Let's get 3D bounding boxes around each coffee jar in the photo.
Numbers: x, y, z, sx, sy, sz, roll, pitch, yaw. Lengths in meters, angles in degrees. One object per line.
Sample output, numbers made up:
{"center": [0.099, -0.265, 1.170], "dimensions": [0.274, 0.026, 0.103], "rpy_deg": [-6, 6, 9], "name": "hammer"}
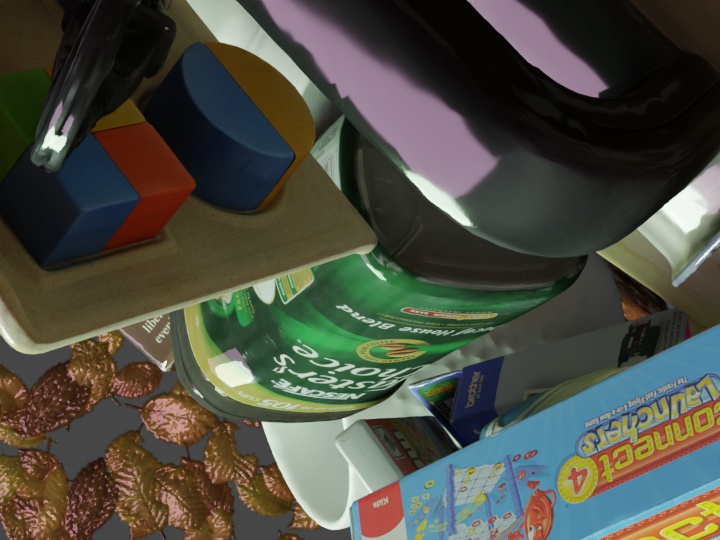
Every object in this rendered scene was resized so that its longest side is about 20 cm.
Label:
{"center": [0.000, 0.000, 0.944], "dimensions": [0.200, 0.104, 0.085], "rpy_deg": [144, 124, -59], "name": "coffee jar"}

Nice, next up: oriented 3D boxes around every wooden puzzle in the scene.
{"center": [-0.094, -0.070, 0.768], "dimensions": [0.185, 0.046, 0.200], "rpy_deg": [51, -150, 16], "name": "wooden puzzle"}

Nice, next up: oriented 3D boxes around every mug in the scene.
{"center": [0.040, 0.018, 1.250], "dimensions": [0.148, 0.175, 0.200], "rpy_deg": [-149, 46, -63], "name": "mug"}

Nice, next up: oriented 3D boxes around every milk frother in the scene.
{"center": [0.024, -0.066, 0.642], "dimensions": [0.188, 0.180, 0.200], "rpy_deg": [44, 150, 6], "name": "milk frother"}

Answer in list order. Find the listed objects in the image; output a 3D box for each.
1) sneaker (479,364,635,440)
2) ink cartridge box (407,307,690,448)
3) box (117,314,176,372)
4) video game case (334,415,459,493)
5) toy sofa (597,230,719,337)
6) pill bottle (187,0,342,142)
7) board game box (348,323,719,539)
{"center": [0.140, 0.066, 0.992], "dimensions": [0.072, 0.200, 0.072], "rpy_deg": [24, 115, 59], "name": "sneaker"}
{"center": [0.130, 0.077, 1.103], "dimensions": [0.200, 0.042, 0.119], "rpy_deg": [-16, 131, 34], "name": "ink cartridge box"}
{"center": [-0.101, -0.076, 1.351], "dimensions": [0.200, 0.166, 0.164], "rpy_deg": [44, -163, 10], "name": "box"}
{"center": [0.053, 0.126, 1.059], "dimensions": [0.143, 0.017, 0.200], "rpy_deg": [54, -174, 8], "name": "video game case"}
{"center": [0.123, -0.022, 0.947], "dimensions": [0.083, 0.098, 0.200], "rpy_deg": [17, -167, -41], "name": "toy sofa"}
{"center": [-0.082, -0.131, 0.955], "dimensions": [0.200, 0.112, 0.112], "rpy_deg": [36, 172, 16], "name": "pill bottle"}
{"center": [0.134, 0.102, 0.893], "dimensions": [0.196, 0.200, 0.056], "rpy_deg": [27, -135, -43], "name": "board game box"}
